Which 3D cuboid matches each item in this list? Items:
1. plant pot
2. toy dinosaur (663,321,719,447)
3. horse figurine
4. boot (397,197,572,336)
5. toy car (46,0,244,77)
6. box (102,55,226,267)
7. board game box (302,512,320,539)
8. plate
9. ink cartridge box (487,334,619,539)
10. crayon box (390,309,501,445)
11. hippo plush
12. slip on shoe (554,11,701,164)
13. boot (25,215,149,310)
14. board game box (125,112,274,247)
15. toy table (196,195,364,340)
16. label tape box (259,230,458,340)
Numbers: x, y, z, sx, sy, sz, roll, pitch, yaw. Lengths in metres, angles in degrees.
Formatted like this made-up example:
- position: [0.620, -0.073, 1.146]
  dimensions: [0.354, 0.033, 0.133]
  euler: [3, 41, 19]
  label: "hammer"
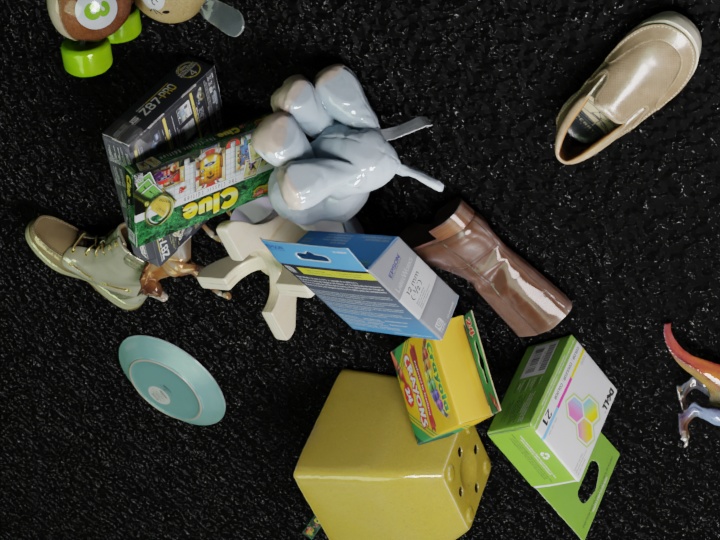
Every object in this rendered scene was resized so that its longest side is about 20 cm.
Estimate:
- position: [0.060, 0.267, 1.846]
  dimensions: [0.198, 0.197, 0.196]
  euler: [-2, 131, 30]
  label: "plant pot"
- position: [0.441, 0.151, 1.507]
  dimensions: [0.179, 0.105, 0.202]
  euler: [-11, 115, 19]
  label: "toy dinosaur"
- position: [-0.233, -0.039, 1.819]
  dimensions: [0.131, 0.050, 0.202]
  euler: [18, 126, 19]
  label: "horse figurine"
- position: [0.134, 0.020, 1.619]
  dimensions: [0.199, 0.065, 0.186]
  euler: [40, 146, -16]
  label: "boot"
- position: [-0.221, -0.304, 1.464]
  dimensions: [0.197, 0.158, 0.166]
  euler: [8, 127, 15]
  label: "toy car"
- position: [-0.222, -0.128, 1.634]
  dimensions: [0.049, 0.162, 0.202]
  euler: [22, 144, 24]
  label: "box"
- position: [-0.032, 0.318, 2.038]
  dimensions: [0.023, 0.105, 0.201]
  euler: [28, 143, 0]
  label: "board game box"
- position: [-0.303, 0.182, 2.161]
  dimensions: [0.198, 0.026, 0.202]
  euler: [20, 141, 17]
  label: "plate"
- position: [0.260, 0.202, 1.646]
  dimensions: [0.075, 0.149, 0.200]
  euler: [-20, 119, 46]
  label: "ink cartridge box"
- position: [0.102, 0.133, 1.680]
  dimensions: [0.200, 0.050, 0.129]
  euler: [134, 122, -67]
  label: "crayon box"
- position: [-0.032, -0.130, 1.540]
  dimensions: [0.197, 0.162, 0.161]
  euler: [-7, 166, -13]
  label: "hippo plush"
- position: [0.249, -0.169, 1.310]
  dimensions: [0.076, 0.061, 0.200]
  euler: [40, 143, -9]
  label: "slip on shoe"
- position: [-0.365, -0.036, 1.925]
  dimensions: [0.199, 0.073, 0.154]
  euler: [34, 145, -12]
  label: "boot"
- position: [-0.182, -0.106, 1.592]
  dimensions: [0.023, 0.198, 0.106]
  euler: [43, 144, 33]
  label: "board game box"
- position: [-0.104, -0.019, 1.706]
  dimensions: [0.198, 0.118, 0.185]
  euler: [-8, 126, 44]
  label: "toy table"
- position: [0.000, 0.000, 1.557]
  dimensions: [0.142, 0.067, 0.200]
  euler: [6, 151, 42]
  label: "label tape box"
